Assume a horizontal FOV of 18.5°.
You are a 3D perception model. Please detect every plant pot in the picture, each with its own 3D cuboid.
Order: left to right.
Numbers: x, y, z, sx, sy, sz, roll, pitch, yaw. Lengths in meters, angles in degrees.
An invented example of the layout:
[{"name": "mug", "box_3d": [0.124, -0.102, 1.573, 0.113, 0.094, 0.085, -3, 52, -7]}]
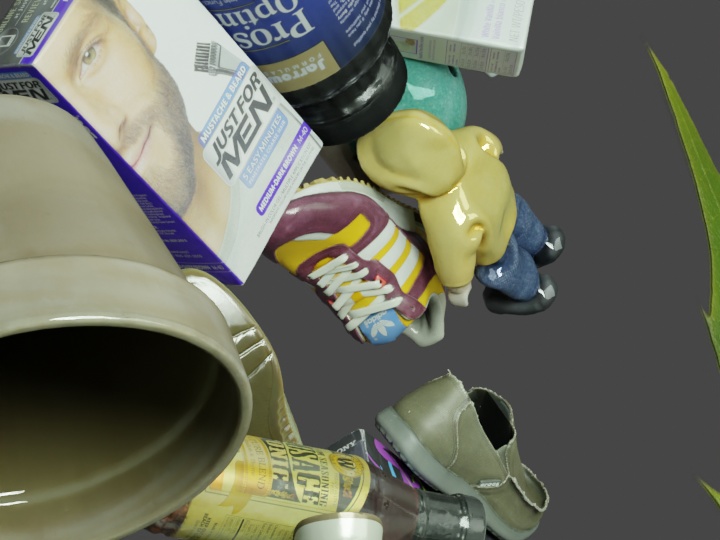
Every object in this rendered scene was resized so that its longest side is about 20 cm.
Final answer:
[{"name": "plant pot", "box_3d": [-0.169, 0.018, 1.057, 0.200, 0.200, 0.174, 33, 29, -48]}]

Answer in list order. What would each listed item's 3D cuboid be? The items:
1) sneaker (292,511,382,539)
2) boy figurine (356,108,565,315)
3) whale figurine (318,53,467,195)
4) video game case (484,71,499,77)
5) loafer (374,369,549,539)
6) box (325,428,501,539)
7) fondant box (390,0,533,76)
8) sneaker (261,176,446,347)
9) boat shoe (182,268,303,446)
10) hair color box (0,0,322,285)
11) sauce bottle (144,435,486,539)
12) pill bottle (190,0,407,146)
[{"name": "sneaker", "box_3d": [-0.012, 0.217, 1.234, 0.200, 0.067, 0.090, 91, -6, -57]}, {"name": "boy figurine", "box_3d": [0.067, -0.039, 1.458, 0.200, 0.064, 0.125, 39, 53, -47]}, {"name": "whale figurine", "box_3d": [0.025, -0.146, 1.533, 0.159, 0.104, 0.200, 52, 33, -30]}, {"name": "video game case", "box_3d": [0.027, -0.252, 1.605, 0.200, 0.024, 0.182, 44, 18, -35]}, {"name": "loafer", "box_3d": [0.084, 0.124, 1.481, 0.075, 0.070, 0.200, 50, 7, 32]}, {"name": "box", "box_3d": [0.054, 0.206, 1.425, 0.200, 0.036, 0.143, 43, 25, -42]}, {"name": "fondant box", "box_3d": [0.021, -0.218, 1.439, 0.058, 0.199, 0.145, 83, 18, -78]}, {"name": "sneaker", "box_3d": [0.000, 0.000, 1.438, 0.200, 0.075, 0.090, 12, 58, -56]}, {"name": "boat shoe", "box_3d": [-0.071, 0.089, 1.290, 0.073, 0.063, 0.201, -35, 106, -13]}, {"name": "hair color box", "box_3d": [-0.118, -0.093, 1.269, 0.200, 0.065, 0.109, 46, 60, -35]}, {"name": "sauce bottle", "box_3d": [-0.026, 0.131, 1.244, 0.200, 0.066, 0.066, 11, 60, -23]}, {"name": "pill bottle", "box_3d": [-0.048, -0.169, 1.316, 0.200, 0.112, 0.112, 55, 32, -45]}]
